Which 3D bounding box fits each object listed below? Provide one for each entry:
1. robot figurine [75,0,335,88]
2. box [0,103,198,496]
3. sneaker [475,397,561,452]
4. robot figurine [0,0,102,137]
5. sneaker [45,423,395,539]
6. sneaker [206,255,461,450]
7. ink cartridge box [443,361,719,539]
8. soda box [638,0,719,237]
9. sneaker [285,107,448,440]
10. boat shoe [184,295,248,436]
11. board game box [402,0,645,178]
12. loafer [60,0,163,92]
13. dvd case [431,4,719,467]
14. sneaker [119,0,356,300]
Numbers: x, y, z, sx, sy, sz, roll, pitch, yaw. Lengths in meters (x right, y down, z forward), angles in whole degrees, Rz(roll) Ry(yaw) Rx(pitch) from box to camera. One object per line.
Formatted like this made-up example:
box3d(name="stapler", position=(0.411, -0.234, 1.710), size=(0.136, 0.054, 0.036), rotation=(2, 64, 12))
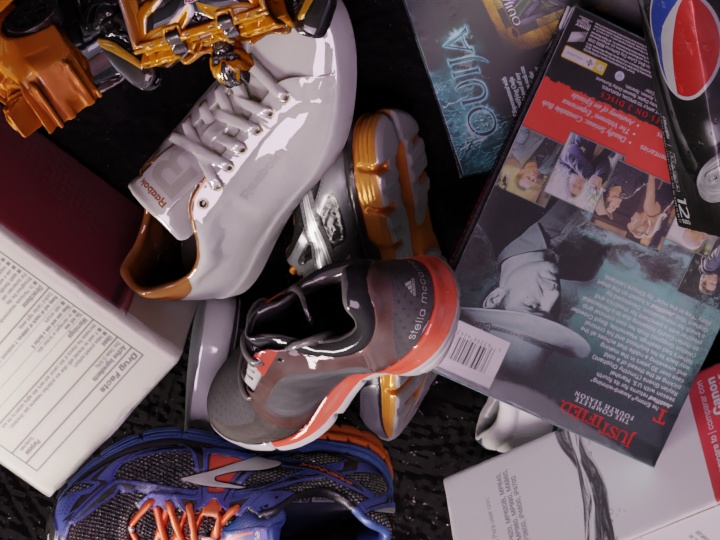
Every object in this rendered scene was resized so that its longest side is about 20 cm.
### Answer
box3d(name="robot figurine", position=(-0.089, -0.188, 1.408), size=(0.145, 0.058, 0.201), rotation=(-16, 86, 18))
box3d(name="box", position=(-0.201, 0.002, 1.561), size=(0.200, 0.109, 0.128), rotation=(37, 119, -14))
box3d(name="sneaker", position=(0.095, 0.028, 1.551), size=(0.071, 0.073, 0.201), rotation=(2, 125, 0))
box3d(name="robot figurine", position=(-0.202, -0.146, 1.429), size=(0.058, 0.200, 0.145), rotation=(-37, 125, -9))
box3d(name="sneaker", position=(-0.071, 0.130, 1.553), size=(0.199, 0.078, 0.076), rotation=(-8, 123, -15))
box3d(name="sneaker", position=(-0.034, 0.034, 1.479), size=(0.082, 0.077, 0.200), rotation=(12, 151, -34))
box3d(name="ink cartridge box", position=(0.166, 0.136, 1.570), size=(0.200, 0.084, 0.144), rotation=(-25, 147, 20))
box3d(name="soda box", position=(0.181, -0.120, 1.415), size=(0.071, 0.063, 0.201), rotation=(-15, 102, -17))
box3d(name="sneaker", position=(0.000, 0.000, 1.559), size=(0.077, 0.078, 0.201), rotation=(5, 120, 22))
box3d(name="boat shoe", position=(-0.068, 0.096, 1.626), size=(0.063, 0.071, 0.201), rotation=(1, 123, -3))
box3d(name="board game box", position=(0.087, -0.151, 1.476), size=(0.135, 0.028, 0.201), rotation=(-11, 119, 15))
box3d(name="loafer", position=(-0.101, -0.130, 1.493), size=(0.200, 0.072, 0.063), rotation=(-32, 119, 19))
box3d(name="dvd case", position=(0.128, -0.017, 1.474), size=(0.146, 0.022, 0.201), rotation=(23, 94, -10))
box3d(name="sneaker", position=(-0.066, -0.060, 1.478), size=(0.073, 0.085, 0.200), rotation=(45, 127, 30))
